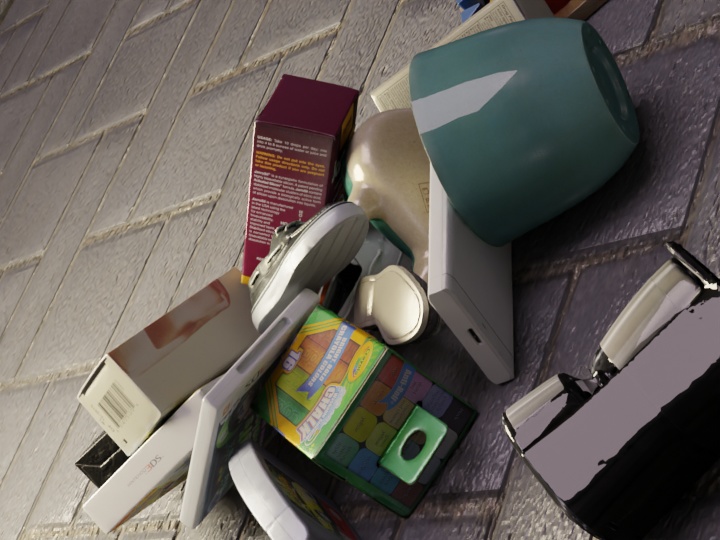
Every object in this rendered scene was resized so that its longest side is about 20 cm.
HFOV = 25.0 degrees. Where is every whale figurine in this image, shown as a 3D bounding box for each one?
[{"bbox_3d":[0.053,-0.061,1.629,0.104,0.159,0.200,-48,57,58],"label":"whale figurine"}]

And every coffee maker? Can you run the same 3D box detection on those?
[{"bbox_3d":[0.225,0.108,1.196,0.200,0.135,0.192,-48,29,11],"label":"coffee maker"}]

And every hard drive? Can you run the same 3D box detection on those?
[{"bbox_3d":[0.104,-0.010,1.509,0.027,0.132,0.200,-22,39,22],"label":"hard drive"}]

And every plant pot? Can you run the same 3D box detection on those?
[{"bbox_3d":[0.164,-0.143,1.518,0.161,0.201,0.201,-22,39,22],"label":"plant pot"}]

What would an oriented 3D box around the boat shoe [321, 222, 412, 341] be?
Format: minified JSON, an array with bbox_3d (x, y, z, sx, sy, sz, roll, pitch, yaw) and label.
[{"bbox_3d":[0.000,0.000,1.660,0.072,0.069,0.200,-11,51,51],"label":"boat shoe"}]

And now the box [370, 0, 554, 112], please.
[{"bbox_3d":[0.120,-0.208,1.725,0.200,0.095,0.078,-33,-6,31],"label":"box"}]

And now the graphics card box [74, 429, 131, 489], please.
[{"bbox_3d":[-0.235,0.160,1.830,0.125,0.051,0.200,-42,3,18],"label":"graphics card box"}]

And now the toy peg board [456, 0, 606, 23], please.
[{"bbox_3d":[0.174,-0.332,1.802,0.199,0.098,0.200,-40,30,22],"label":"toy peg board"}]

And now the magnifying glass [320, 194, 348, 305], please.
[{"bbox_3d":[-0.021,-0.015,1.718,0.080,0.022,0.200,87,-165,-62],"label":"magnifying glass"}]

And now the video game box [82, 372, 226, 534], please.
[{"bbox_3d":[-0.177,0.175,1.700,0.200,0.047,0.182,-45,-9,24],"label":"video game box"}]

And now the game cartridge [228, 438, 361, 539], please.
[{"bbox_3d":[-0.052,0.227,1.473,0.041,0.133,0.200,-52,29,4],"label":"game cartridge"}]

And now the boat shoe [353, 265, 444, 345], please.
[{"bbox_3d":[0.047,0.034,1.519,0.200,0.063,0.073,-177,93,-74],"label":"boat shoe"}]

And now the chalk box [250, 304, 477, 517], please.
[{"bbox_3d":[0.009,0.134,1.496,0.124,0.124,0.200,-56,28,-4],"label":"chalk box"}]

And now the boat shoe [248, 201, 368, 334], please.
[{"bbox_3d":[-0.064,-0.015,1.606,0.200,0.072,0.071,-49,58,41],"label":"boat shoe"}]

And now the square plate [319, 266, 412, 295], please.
[{"bbox_3d":[0.037,-0.030,1.739,0.198,0.028,0.200,-6,53,54],"label":"square plate"}]

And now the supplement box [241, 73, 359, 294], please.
[{"bbox_3d":[-0.063,-0.086,1.683,0.110,0.086,0.200,-66,-13,-55],"label":"supplement box"}]

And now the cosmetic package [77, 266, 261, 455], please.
[{"bbox_3d":[-0.185,0.092,1.691,0.200,0.087,0.103,-36,-10,-44],"label":"cosmetic package"}]

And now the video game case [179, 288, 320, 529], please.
[{"bbox_3d":[-0.109,0.137,1.601,0.182,0.023,0.200,-48,-18,-41],"label":"video game case"}]
